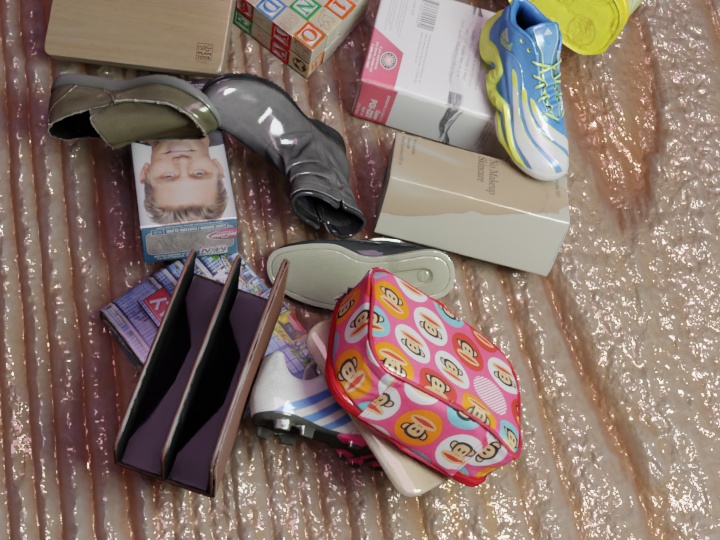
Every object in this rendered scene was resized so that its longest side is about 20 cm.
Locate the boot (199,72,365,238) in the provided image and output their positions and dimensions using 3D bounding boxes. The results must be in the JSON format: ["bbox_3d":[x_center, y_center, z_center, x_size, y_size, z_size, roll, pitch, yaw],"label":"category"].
[{"bbox_3d":[-0.075,-0.118,1.113,0.199,0.070,0.133,21,38,-35],"label":"boot"}]

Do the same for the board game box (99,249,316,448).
[{"bbox_3d":[-0.166,0.085,1.077,0.199,0.062,0.200,-36,78,-22],"label":"board game box"}]

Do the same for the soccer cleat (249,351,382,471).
[{"bbox_3d":[-0.018,0.134,1.039,0.199,0.069,0.087,25,59,-36],"label":"soccer cleat"}]

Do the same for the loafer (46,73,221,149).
[{"bbox_3d":[-0.231,-0.149,1.078,0.198,0.075,0.070,6,62,24],"label":"loafer"}]

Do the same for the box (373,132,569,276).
[{"bbox_3d":[0.121,-0.072,1.167,0.197,0.078,0.096,13,39,-4],"label":"box"}]

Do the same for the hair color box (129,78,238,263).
[{"bbox_3d":[-0.190,-0.109,1.129,0.099,0.061,0.202,-7,55,-12],"label":"hair color box"}]

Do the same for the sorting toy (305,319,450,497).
[{"bbox_3d":[0.046,0.123,1.067,0.199,0.036,0.186,-11,64,-56],"label":"sorting toy"}]

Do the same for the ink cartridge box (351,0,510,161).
[{"bbox_3d":[0.103,-0.229,1.241,0.197,0.085,0.147,15,66,-2],"label":"ink cartridge box"}]

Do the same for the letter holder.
[{"bbox_3d":[-0.142,0.082,0.971,0.099,0.142,0.202,19,67,-2],"label":"letter holder"}]

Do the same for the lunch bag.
[{"bbox_3d":[0.062,0.088,1.010,0.199,0.082,0.177,35,32,-21],"label":"lunch bag"}]

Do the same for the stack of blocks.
[{"bbox_3d":[-0.044,-0.339,1.275,0.115,0.059,0.200,37,66,6],"label":"stack of blocks"}]

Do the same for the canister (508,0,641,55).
[{"bbox_3d":[0.277,-0.357,1.292,0.148,0.087,0.200,37,45,7],"label":"canister"}]

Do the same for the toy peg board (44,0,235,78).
[{"bbox_3d":[-0.231,-0.313,1.217,0.197,0.098,0.202,7,82,4],"label":"toy peg board"}]

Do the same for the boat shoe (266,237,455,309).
[{"bbox_3d":[0.000,0.000,1.147,0.197,0.068,0.073,1,106,0],"label":"boat shoe"}]

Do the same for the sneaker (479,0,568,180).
[{"bbox_3d":[0.180,-0.200,1.141,0.075,0.105,0.202,-14,71,-16],"label":"sneaker"}]
